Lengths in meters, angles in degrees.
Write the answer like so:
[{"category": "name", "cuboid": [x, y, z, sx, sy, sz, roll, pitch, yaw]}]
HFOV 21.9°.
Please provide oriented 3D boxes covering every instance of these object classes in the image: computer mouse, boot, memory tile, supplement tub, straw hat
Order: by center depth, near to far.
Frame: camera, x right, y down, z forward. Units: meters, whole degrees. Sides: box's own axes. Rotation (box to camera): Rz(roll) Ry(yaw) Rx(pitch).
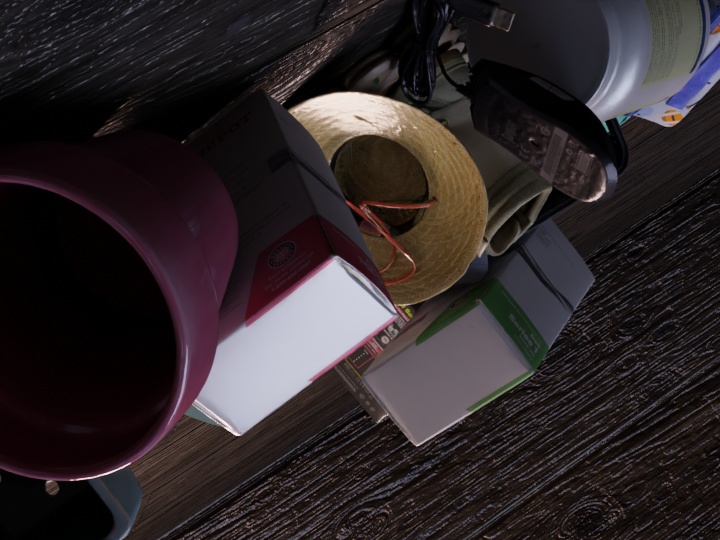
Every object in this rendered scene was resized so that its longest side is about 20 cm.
[{"category": "computer mouse", "cuboid": [0.120, -0.143, 1.385, 0.046, 0.200, 0.140, -46, 157, -29]}, {"category": "straw hat", "cuboid": [0.018, -0.077, 1.475, 0.201, 0.201, 0.085, -43, -167, 39]}, {"category": "supplement tub", "cuboid": [0.185, -0.192, 1.504, 0.145, 0.145, 0.200, -41, 170, 31]}, {"category": "memory tile", "cuboid": [0.022, -0.150, 1.536, 0.153, 0.017, 0.200, -37, 171, 5]}, {"category": "boot", "cuboid": [0.066, -0.071, 1.553, 0.072, 0.155, 0.200, -28, 167, -39]}]

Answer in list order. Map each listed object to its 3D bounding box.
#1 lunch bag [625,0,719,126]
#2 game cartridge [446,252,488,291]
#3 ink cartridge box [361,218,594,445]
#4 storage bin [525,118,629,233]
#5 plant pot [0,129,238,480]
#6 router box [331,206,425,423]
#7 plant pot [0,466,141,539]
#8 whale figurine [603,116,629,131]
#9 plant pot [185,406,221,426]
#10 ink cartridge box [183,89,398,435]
[{"category": "lunch bag", "cuboid": [0.288, -0.230, 1.632, 0.076, 0.160, 0.200, 14, 139, -23]}, {"category": "game cartridge", "cuboid": [0.000, 0.000, 1.585, 0.200, 0.041, 0.133, -1, 172, -14]}, {"category": "ink cartridge box", "cuboid": [0.109, 0.049, 1.649, 0.146, 0.084, 0.200, -35, -174, 33]}, {"category": "storage bin", "cuboid": [0.132, -0.112, 1.677, 0.200, 0.135, 0.094, -30, -169, -38]}, {"category": "plant pot", "cuboid": [-0.164, 0.002, 1.135, 0.200, 0.200, 0.179, -40, -175, 28]}, {"category": "router box", "cuboid": [0.009, 0.033, 1.818, 0.062, 0.200, 0.150, -41, -178, -43]}, {"category": "plant pot", "cuboid": [-0.290, 0.160, 1.472, 0.196, 0.196, 0.200, -37, 180, 8]}, {"category": "whale figurine", "cuboid": [0.252, -0.210, 1.804, 0.200, 0.104, 0.159, -41, 169, 21]}, {"category": "plant pot", "cuboid": [-0.125, 0.064, 1.722, 0.200, 0.135, 0.200, -35, 171, -6]}, {"category": "ink cartridge box", "cuboid": [-0.076, -0.010, 1.287, 0.146, 0.200, 0.083, -37, 131, 12]}]
